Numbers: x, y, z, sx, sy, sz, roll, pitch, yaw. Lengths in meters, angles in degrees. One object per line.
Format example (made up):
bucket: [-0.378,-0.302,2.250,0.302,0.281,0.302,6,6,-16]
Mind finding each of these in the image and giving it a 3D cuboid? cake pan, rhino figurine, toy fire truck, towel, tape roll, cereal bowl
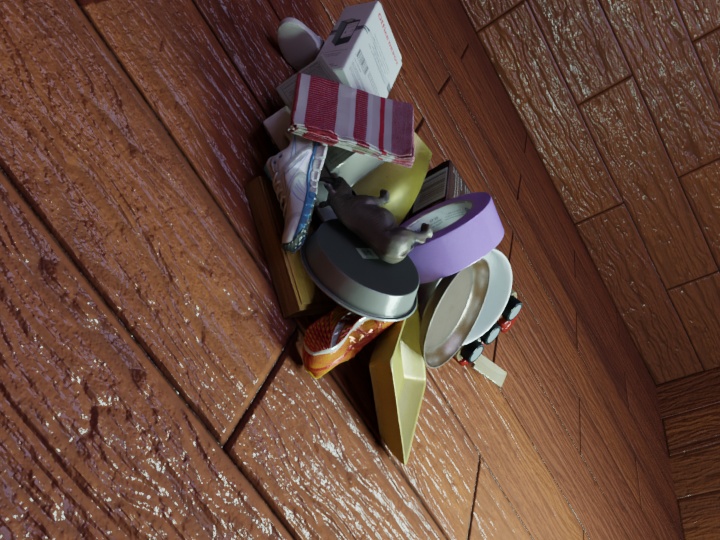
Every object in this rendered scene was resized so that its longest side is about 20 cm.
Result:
cake pan: [0.005,-0.009,0.945,0.195,0.037,0.202,23,30,-14]
rhino figurine: [0.008,-0.085,0.958,0.199,0.061,0.087,39,49,18]
toy fire truck: [0.266,0.139,1.330,0.128,0.176,0.201,41,-9,30]
towel: [-0.009,-0.235,0.977,0.194,0.023,0.147,13,48,-12]
tape roll: [0.139,-0.056,1.079,0.067,0.196,0.201,62,28,-16]
cereal bowl: [0.182,0.033,1.188,0.199,0.202,0.083,38,3,-40]

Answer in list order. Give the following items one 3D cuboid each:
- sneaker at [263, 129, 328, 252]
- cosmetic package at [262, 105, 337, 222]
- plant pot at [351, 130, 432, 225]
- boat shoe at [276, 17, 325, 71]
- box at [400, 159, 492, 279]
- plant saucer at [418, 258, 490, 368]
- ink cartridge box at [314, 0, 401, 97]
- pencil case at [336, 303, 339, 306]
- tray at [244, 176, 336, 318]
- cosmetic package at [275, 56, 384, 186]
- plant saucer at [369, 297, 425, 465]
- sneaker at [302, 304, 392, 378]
sneaker: [-0.102,-0.120,0.927,0.084,0.075,0.205,14,58,-10]
cosmetic package: [-0.086,-0.162,1.033,0.203,0.050,0.083,58,0,-14]
plant pot: [0.046,-0.197,1.148,0.200,0.142,0.201,46,11,-12]
boat shoe: [-0.091,-0.418,1.226,0.198,0.071,0.070,31,40,-46]
box: [0.161,-0.073,1.299,0.201,0.161,0.168,51,31,-25]
plant saucer: [0.154,0.067,1.080,0.032,0.205,0.198,27,10,31]
ink cartridge box: [-0.004,-0.385,1.220,0.147,0.082,0.204,59,44,-44]
pencil case: [0.000,0.000,1.057,0.084,0.084,0.204,14,49,-13]
tray: [-0.102,-0.035,0.953,0.098,0.036,0.206,0,68,-60]
cosmetic package: [-0.048,-0.243,1.058,0.203,0.102,0.073,58,0,24]
plant saucer: [0.059,0.160,1.011,0.201,0.047,0.205,-64,150,-56]
sneaker: [-0.010,0.083,0.933,0.197,0.079,0.073,-26,54,-33]
